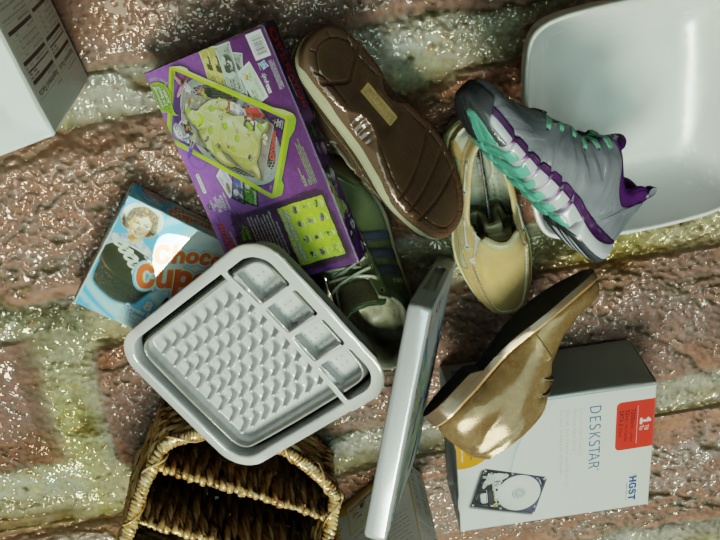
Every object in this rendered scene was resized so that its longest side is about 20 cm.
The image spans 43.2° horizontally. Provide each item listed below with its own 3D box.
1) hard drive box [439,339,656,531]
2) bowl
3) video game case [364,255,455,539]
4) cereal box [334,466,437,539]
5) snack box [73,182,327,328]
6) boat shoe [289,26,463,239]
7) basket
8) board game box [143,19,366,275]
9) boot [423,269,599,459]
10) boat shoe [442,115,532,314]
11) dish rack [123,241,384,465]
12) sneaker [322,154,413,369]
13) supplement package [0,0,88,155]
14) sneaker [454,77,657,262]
[{"bbox_3d":[0.186,0.166,0.918,0.197,0.077,0.158,-9,118,-2],"label":"hard drive box"},{"bbox_3d":[0.228,-0.136,0.769,0.197,0.075,0.202,-10,117,-1],"label":"bowl"},{"bbox_3d":[0.046,0.102,0.794,0.022,0.182,0.202,13,105,9],"label":"video game case"},{"bbox_3d":[0.014,0.297,0.895,0.144,0.201,0.040,-40,114,15],"label":"cereal box"},{"bbox_3d":[-0.143,0.018,0.827,0.198,0.037,0.117,27,110,-18],"label":"snack box"},{"bbox_3d":[0.012,-0.112,0.763,0.075,0.075,0.203,-43,110,-21],"label":"boat shoe"},{"bbox_3d":[-0.118,0.222,0.872,0.198,0.149,0.144,23,113,-16],"label":"basket"},{"bbox_3d":[-0.084,-0.086,0.741,0.119,0.032,0.202,-15,108,21],"label":"board game box"},{"bbox_3d":[0.151,0.084,0.819,0.075,0.074,0.200,44,96,0],"label":"boot"},{"bbox_3d":[0.115,-0.036,0.805,0.071,0.076,0.202,-21,120,1],"label":"boat shoe"},{"bbox_3d":[-0.090,0.069,0.781,0.199,0.044,0.172,-34,107,30],"label":"dish rack"},{"bbox_3d":[0.000,0.000,0.801,0.066,0.090,0.201,-19,118,15],"label":"sneaker"},{"bbox_3d":[-0.315,-0.183,0.642,0.150,0.151,0.202,-19,117,3],"label":"supplement package"},{"bbox_3d":[0.154,-0.097,0.711,0.088,0.074,0.200,-47,124,2],"label":"sneaker"}]
